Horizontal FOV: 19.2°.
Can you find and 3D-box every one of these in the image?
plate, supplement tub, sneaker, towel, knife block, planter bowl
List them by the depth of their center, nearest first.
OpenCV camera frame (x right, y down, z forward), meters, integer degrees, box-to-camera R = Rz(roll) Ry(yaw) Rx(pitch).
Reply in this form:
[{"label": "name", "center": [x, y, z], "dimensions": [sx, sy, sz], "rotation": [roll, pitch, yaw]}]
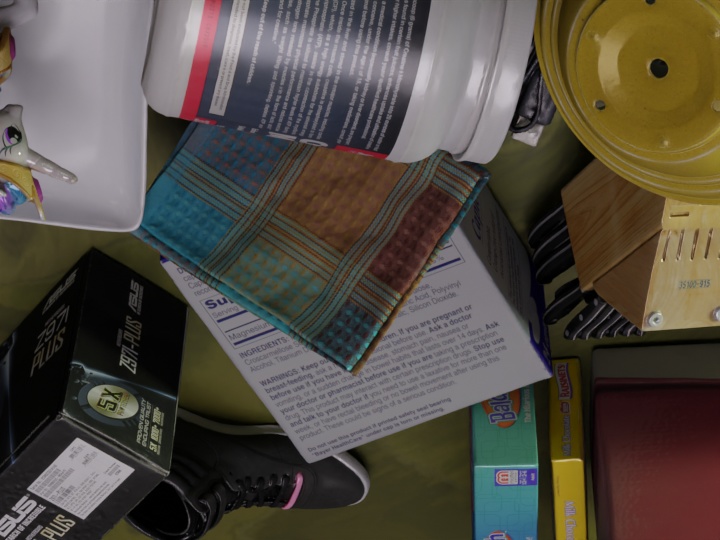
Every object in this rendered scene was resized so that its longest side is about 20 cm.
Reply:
[{"label": "planter bowl", "center": [0.171, -0.117, 1.139], "dimensions": [0.199, 0.083, 0.202], "rotation": [11, 115, 24]}, {"label": "supplement tub", "center": [-0.014, -0.138, 1.178], "dimensions": [0.199, 0.141, 0.141], "rotation": [11, 129, -8]}, {"label": "towel", "center": [-0.036, -0.043, 1.261], "dimensions": [0.147, 0.200, 0.022], "rotation": [-56, 146, -3]}, {"label": "plate", "center": [-0.222, -0.130, 1.276], "dimensions": [0.198, 0.032, 0.201], "rotation": [5, 105, 0]}, {"label": "knife block", "center": [0.167, -0.043, 1.315], "dimensions": [0.064, 0.176, 0.201], "rotation": [-3, 116, -24]}, {"label": "sneaker", "center": [-0.089, 0.158, 1.501], "dimensions": [0.199, 0.099, 0.071], "rotation": [15, 126, -12]}]

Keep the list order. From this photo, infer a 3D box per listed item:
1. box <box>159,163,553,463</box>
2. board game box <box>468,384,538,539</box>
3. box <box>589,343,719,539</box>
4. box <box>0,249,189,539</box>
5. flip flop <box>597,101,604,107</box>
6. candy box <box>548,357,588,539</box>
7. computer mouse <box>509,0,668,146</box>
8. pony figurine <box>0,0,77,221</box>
[{"label": "box", "center": [0.000, 0.000, 1.367], "dimensions": [0.183, 0.105, 0.200], "rotation": [-21, 126, 18]}, {"label": "board game box", "center": [0.098, 0.152, 1.459], "dimensions": [0.045, 0.153, 0.201], "rotation": [-1, 129, 3]}, {"label": "box", "center": [0.213, 0.162, 1.432], "dimensions": [0.108, 0.201, 0.128], "rotation": [-2, 129, 3]}, {"label": "box", "center": [-0.210, 0.115, 1.428], "dimensions": [0.086, 0.164, 0.200], "rotation": [32, 124, -22]}, {"label": "flip flop", "center": [0.087, -0.161, 1.265], "dimensions": [0.081, 0.058, 0.200], "rotation": [-33, 121, 25]}, {"label": "candy box", "center": [0.148, 0.170, 1.504], "dimensions": [0.026, 0.103, 0.201], "rotation": [-4, 129, 4]}, {"label": "computer mouse", "center": [0.187, -0.126, 1.257], "dimensions": [0.199, 0.053, 0.139], "rotation": [3, 125, -26]}, {"label": "pony figurine", "center": [-0.263, -0.120, 1.200], "dimensions": [0.192, 0.167, 0.201], "rotation": [-6, 89, -6]}]
